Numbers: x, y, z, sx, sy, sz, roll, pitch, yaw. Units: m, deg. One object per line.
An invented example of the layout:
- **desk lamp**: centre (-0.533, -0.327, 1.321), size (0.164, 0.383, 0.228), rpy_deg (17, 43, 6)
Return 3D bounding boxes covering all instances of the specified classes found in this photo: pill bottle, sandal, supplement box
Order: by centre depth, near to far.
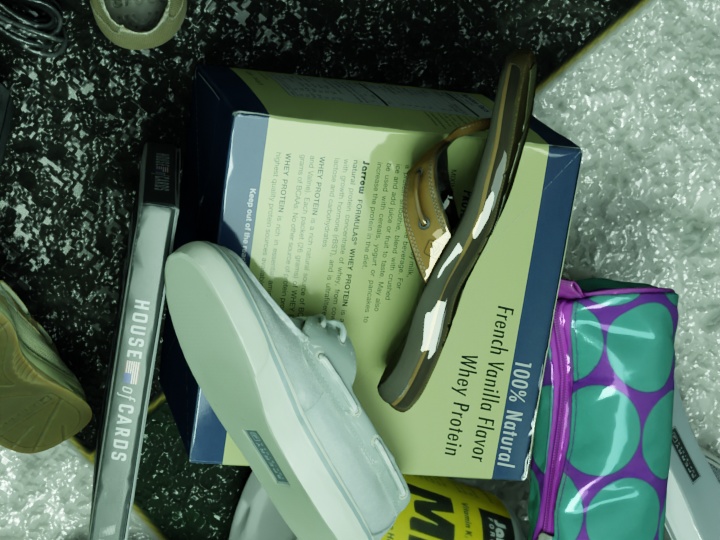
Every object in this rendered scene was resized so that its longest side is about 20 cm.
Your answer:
- **sandal**: centre (0.042, -0.024, 1.049), size (0.054, 0.082, 0.202), rpy_deg (23, 107, 4)
- **supplement box**: centre (0.000, 0.000, 1.147), size (0.198, 0.134, 0.202), rpy_deg (4, 106, -15)
- **pill bottle**: centre (0.029, 0.178, 1.216), size (0.199, 0.114, 0.115), rpy_deg (21, 101, -29)

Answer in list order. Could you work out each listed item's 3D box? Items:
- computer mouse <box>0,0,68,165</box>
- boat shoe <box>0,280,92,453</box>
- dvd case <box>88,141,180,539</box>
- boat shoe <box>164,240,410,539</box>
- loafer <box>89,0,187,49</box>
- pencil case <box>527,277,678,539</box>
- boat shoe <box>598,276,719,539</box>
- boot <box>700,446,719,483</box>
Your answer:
- **computer mouse**: centre (-0.250, -0.088, 1.072), size (0.140, 0.046, 0.201), rpy_deg (29, 77, -19)
- **boat shoe**: centre (-0.212, 0.034, 1.090), size (0.073, 0.063, 0.201), rpy_deg (-31, 147, 8)
- **dvd case**: centre (-0.127, 0.041, 1.120), size (0.024, 0.150, 0.202), rpy_deg (8, 105, -8)
- **boat shoe**: centre (-0.035, 0.061, 1.057), size (0.071, 0.070, 0.202), rpy_deg (-39, 114, -28)
- **loafer**: centre (-0.128, -0.215, 1.084), size (0.075, 0.067, 0.202), rpy_deg (-16, 110, -9)
- **pencil case**: centre (0.135, 0.105, 1.161), size (0.092, 0.085, 0.202), rpy_deg (4, 91, -41)
- **boat shoe**: centre (0.170, 0.106, 1.248), size (0.066, 0.070, 0.201), rpy_deg (-28, 89, 37)
- **boot**: centre (0.250, 0.188, 1.292), size (0.200, 0.090, 0.073), rpy_deg (41, 94, -22)
